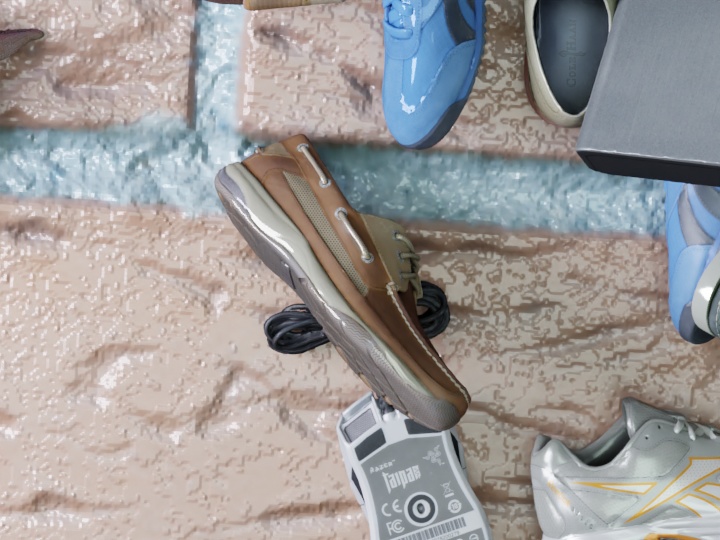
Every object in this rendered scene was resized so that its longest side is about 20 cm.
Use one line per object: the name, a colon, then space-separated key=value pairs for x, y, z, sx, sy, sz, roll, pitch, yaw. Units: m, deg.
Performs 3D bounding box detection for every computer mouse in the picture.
computer mouse: x=0.021 y=0.106 z=1.043 sx=0.109 sy=0.044 sz=0.202 roll=-17 pitch=92 yaw=-2

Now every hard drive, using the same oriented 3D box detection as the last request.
hard drive: x=0.207 y=-0.142 z=0.944 sx=0.138 sy=0.033 sz=0.202 roll=8 pitch=72 yaw=32

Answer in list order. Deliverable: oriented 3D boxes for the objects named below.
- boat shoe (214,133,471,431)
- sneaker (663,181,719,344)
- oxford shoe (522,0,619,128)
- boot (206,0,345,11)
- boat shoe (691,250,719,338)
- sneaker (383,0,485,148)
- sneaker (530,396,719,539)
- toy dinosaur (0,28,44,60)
boat shoe: x=0.000 y=0.000 z=0.988 sx=0.072 sy=0.076 sz=0.200 roll=-37 pitch=73 yaw=-11
sneaker: x=0.201 y=-0.060 z=1.016 sx=0.078 sy=0.066 sz=0.202 roll=24 pitch=114 yaw=36
oxford shoe: x=0.119 y=-0.179 z=0.984 sx=0.070 sy=0.074 sz=0.202 roll=-7 pitch=97 yaw=4
boot: x=-0.074 y=-0.249 z=0.978 sx=0.164 sy=0.072 sz=0.202 roll=9 pitch=91 yaw=5
boat shoe: x=0.271 y=-0.031 z=0.988 sx=0.200 sy=0.062 sz=0.073 roll=-47 pitch=137 yaw=-7
sneaker: x=0.032 y=-0.170 z=0.970 sx=0.078 sy=0.066 sz=0.202 roll=5 pitch=102 yaw=-37
sneaker: x=0.193 y=0.113 z=1.028 sx=0.198 sy=0.076 sz=0.093 roll=-15 pitch=93 yaw=1
toy dinosaur: x=-0.281 y=-0.102 z=0.996 sx=0.199 sy=0.086 sz=0.136 roll=-38 pitch=89 yaw=0
